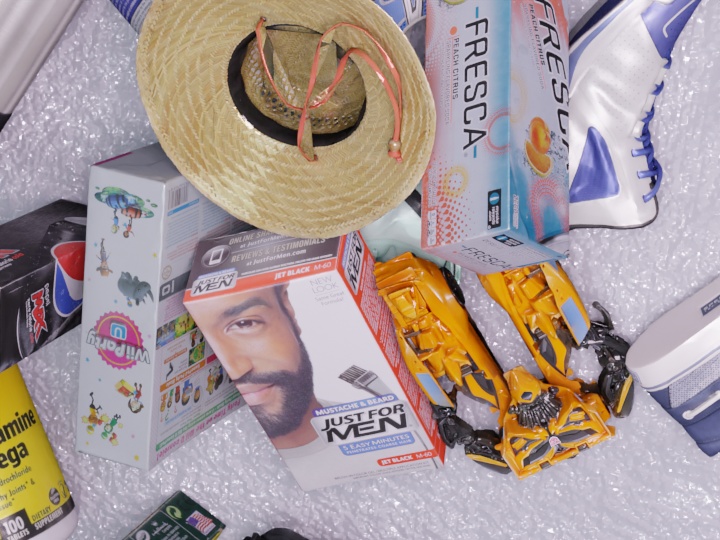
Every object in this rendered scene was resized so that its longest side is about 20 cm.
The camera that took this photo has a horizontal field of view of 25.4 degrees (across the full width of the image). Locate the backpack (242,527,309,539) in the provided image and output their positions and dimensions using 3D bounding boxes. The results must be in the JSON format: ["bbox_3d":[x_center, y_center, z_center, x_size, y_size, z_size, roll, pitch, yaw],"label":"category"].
[{"bbox_3d":[-0.009,0.302,1.124,0.189,0.201,0.155,0,136,11],"label":"backpack"}]

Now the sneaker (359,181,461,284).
[{"bbox_3d":[0.000,0.000,1.090,0.118,0.074,0.201,42,111,11],"label":"sneaker"}]

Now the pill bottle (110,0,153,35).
[{"bbox_3d":[-0.134,-0.225,1.056,0.112,0.112,0.200,-40,90,24],"label":"pill bottle"}]

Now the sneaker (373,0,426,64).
[{"bbox_3d":[0.036,-0.212,1.030,0.077,0.076,0.201,27,121,3],"label":"sneaker"}]

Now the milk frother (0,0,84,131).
[{"bbox_3d":[-0.256,-0.128,1.059,0.200,0.180,0.189,37,100,18],"label":"milk frother"}]

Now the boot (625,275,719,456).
[{"bbox_3d":[0.274,0.035,1.021,0.200,0.073,0.090,-36,107,24],"label":"boot"}]

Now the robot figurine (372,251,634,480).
[{"bbox_3d":[0.097,0.058,1.050,0.144,0.058,0.200,-28,118,13],"label":"robot figurine"}]

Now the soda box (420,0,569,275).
[{"bbox_3d":[0.082,-0.104,0.958,0.068,0.063,0.201,-12,68,40],"label":"soda box"}]

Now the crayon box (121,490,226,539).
[{"bbox_3d":[-0.190,0.273,1.204,0.051,0.127,0.200,35,112,7],"label":"crayon box"}]

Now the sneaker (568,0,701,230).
[{"bbox_3d":[0.162,-0.093,1.018,0.115,0.081,0.200,38,110,-7],"label":"sneaker"}]

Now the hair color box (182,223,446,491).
[{"bbox_3d":[-0.025,0.058,1.073,0.110,0.064,0.200,-12,130,20],"label":"hair color box"}]

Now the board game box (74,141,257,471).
[{"bbox_3d":[-0.129,0.016,1.099,0.064,0.147,0.201,12,108,21],"label":"board game box"}]

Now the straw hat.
[{"bbox_3d":[-0.030,-0.121,0.980,0.200,0.085,0.202,15,130,18],"label":"straw hat"}]

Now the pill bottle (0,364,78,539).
[{"bbox_3d":[-0.299,0.124,1.208,0.112,0.112,0.201,-18,99,22],"label":"pill bottle"}]

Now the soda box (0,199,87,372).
[{"bbox_3d":[-0.228,0.007,1.104,0.070,0.200,0.064,14,109,15],"label":"soda box"}]
